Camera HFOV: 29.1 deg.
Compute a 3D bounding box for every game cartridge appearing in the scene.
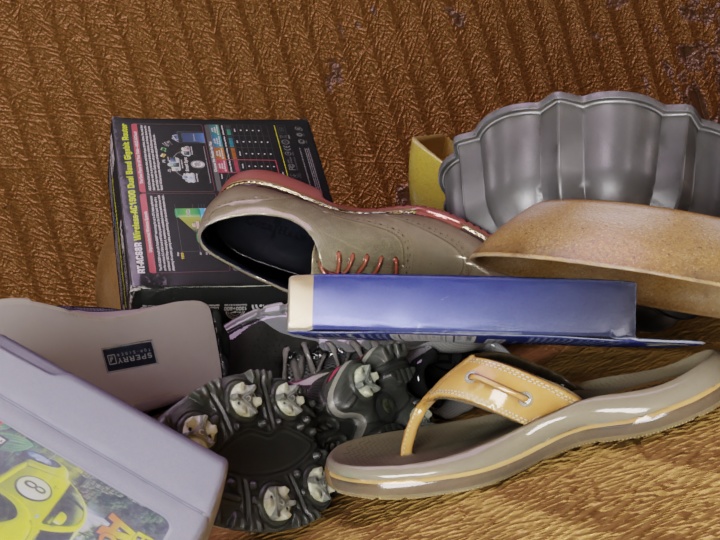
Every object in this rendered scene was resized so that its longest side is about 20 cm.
[{"bbox_3d":[-0.133,0.101,0.483,0.200,0.132,0.041,-45,-18,-56],"label":"game cartridge"}]

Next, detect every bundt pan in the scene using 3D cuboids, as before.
[{"bbox_3d":[0.143,-0.020,0.852,0.199,0.077,0.203,6,-29,3],"label":"bundt pan"}]

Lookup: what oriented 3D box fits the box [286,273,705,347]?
[{"bbox_3d":[0.067,0.022,0.707,0.197,0.033,0.121,3,-4,3],"label":"box"}]

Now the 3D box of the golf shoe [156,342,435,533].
[{"bbox_3d":[-0.045,0.093,0.705,0.088,0.078,0.199,-24,-10,37],"label":"golf shoe"}]

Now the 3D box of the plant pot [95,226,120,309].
[{"bbox_3d":[-0.106,0.044,1.049,0.184,0.188,0.200,-17,21,-5],"label":"plant pot"}]

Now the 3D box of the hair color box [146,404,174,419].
[{"bbox_3d":[-0.140,0.120,0.755,0.099,0.061,0.199,-14,4,39],"label":"hair color box"}]

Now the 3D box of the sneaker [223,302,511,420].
[{"bbox_3d":[-0.001,0.057,0.831,0.197,0.076,0.115,-7,6,-12],"label":"sneaker"}]

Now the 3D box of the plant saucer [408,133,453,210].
[{"bbox_3d":[0.116,-0.026,1.079,0.049,0.199,0.200,-52,-4,10],"label":"plant saucer"}]

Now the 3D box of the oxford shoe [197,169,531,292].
[{"bbox_3d":[0.000,0.000,0.800,0.198,0.071,0.075,13,23,10],"label":"oxford shoe"}]

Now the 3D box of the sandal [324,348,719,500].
[{"bbox_3d":[0.077,0.060,0.653,0.198,0.055,0.080,-16,4,8],"label":"sandal"}]

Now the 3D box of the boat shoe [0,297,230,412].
[{"bbox_3d":[-0.169,0.059,0.752,0.092,0.076,0.199,-20,-14,40],"label":"boat shoe"}]

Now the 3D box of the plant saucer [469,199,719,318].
[{"bbox_3d":[0.155,-0.005,0.705,0.198,0.036,0.200,10,-3,1],"label":"plant saucer"}]

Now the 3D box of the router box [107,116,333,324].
[{"bbox_3d":[-0.095,-0.028,0.962,0.148,0.063,0.201,0,39,-14],"label":"router box"}]
